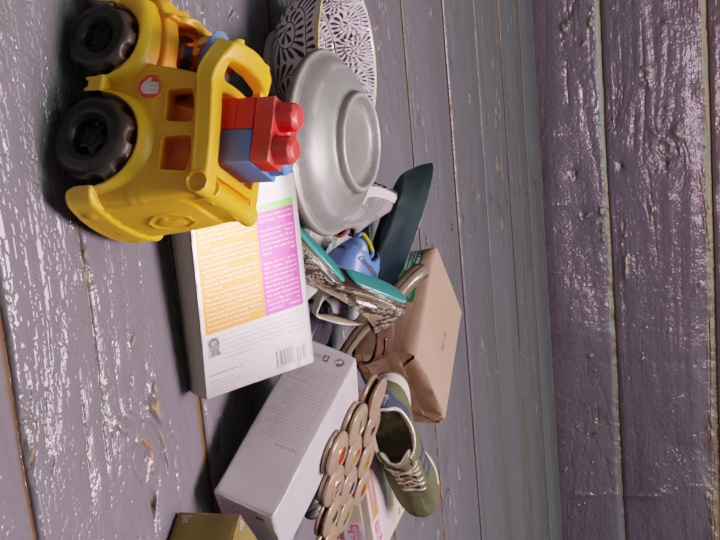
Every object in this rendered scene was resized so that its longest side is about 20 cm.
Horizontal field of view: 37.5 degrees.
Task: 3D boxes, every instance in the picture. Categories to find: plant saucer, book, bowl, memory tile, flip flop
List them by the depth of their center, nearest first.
[{"bbox_3d":[-0.113,0.011,1.037,0.134,0.048,0.200,-16,108,-37],"label":"book"},{"bbox_3d":[-0.019,-0.136,1.132,0.200,0.050,0.200,1,90,-67],"label":"plant saucer"},{"bbox_3d":[-0.013,0.228,1.205,0.153,0.017,0.200,-52,155,-51],"label":"memory tile"},{"bbox_3d":[-0.055,-0.242,1.244,0.201,0.094,0.201,-1,90,-72],"label":"bowl"},{"bbox_3d":[0.028,0.078,1.383,0.200,0.058,0.081,-48,178,-3],"label":"flip flop"},{"bbox_3d":[0.049,-0.061,1.472,0.200,0.036,0.200,-161,-90,-85],"label":"plant saucer"}]

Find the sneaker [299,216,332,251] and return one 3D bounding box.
[{"bbox_3d":[-0.084,-0.025,1.184,0.200,0.076,0.092,37,58,-65],"label":"sneaker"}]

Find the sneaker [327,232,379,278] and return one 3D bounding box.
[{"bbox_3d":[0.000,0.000,1.293,0.078,0.066,0.200,-57,170,-2],"label":"sneaker"}]

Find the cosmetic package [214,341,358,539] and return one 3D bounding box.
[{"bbox_3d":[-0.073,0.184,1.114,0.102,0.074,0.200,87,28,-51],"label":"cosmetic package"}]

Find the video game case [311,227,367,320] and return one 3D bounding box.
[{"bbox_3d":[-0.028,-0.036,1.419,0.182,0.024,0.200,31,59,-68],"label":"video game case"}]

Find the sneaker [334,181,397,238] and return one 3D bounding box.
[{"bbox_3d":[-0.011,-0.082,1.348,0.200,0.074,0.079,-7,114,-71],"label":"sneaker"}]

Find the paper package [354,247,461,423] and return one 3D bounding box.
[{"bbox_3d":[0.075,0.096,1.591,0.191,0.103,0.200,66,30,-49],"label":"paper package"}]

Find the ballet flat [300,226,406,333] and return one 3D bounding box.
[{"bbox_3d":[-0.033,0.018,1.154,0.200,0.075,0.068,34,13,-38],"label":"ballet flat"}]

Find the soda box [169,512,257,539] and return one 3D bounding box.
[{"bbox_3d":[-0.123,0.316,1.048,0.200,0.068,0.064,69,26,-44],"label":"soda box"}]

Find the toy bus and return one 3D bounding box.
[{"bbox_3d":[-0.132,-0.131,0.865,0.136,0.192,0.200,35,55,-65],"label":"toy bus"}]

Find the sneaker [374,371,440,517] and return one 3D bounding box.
[{"bbox_3d":[0.048,0.234,1.325,0.090,0.067,0.200,-60,136,-70],"label":"sneaker"}]

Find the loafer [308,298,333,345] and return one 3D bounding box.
[{"bbox_3d":[-0.084,0.064,1.197,0.200,0.063,0.072,-11,112,-74],"label":"loafer"}]

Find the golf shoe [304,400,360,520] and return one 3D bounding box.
[{"bbox_3d":[-0.046,0.201,1.278,0.200,0.078,0.097,-69,145,-51],"label":"golf shoe"}]

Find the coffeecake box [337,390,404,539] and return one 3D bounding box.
[{"bbox_3d":[0.009,0.274,1.428,0.200,0.073,0.154,-48,133,-64],"label":"coffeecake box"}]
